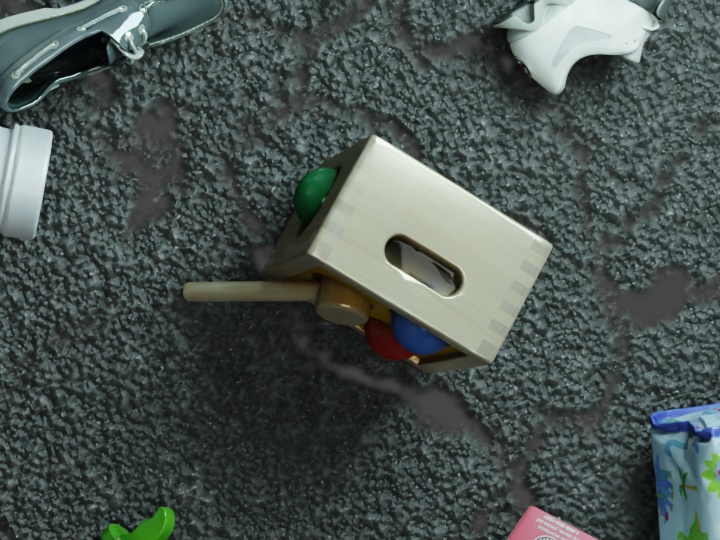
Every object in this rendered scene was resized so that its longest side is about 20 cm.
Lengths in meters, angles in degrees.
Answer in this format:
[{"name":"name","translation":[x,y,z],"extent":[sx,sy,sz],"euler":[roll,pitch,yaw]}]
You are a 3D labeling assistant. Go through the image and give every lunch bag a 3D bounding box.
[{"name":"lunch bag","translation":[0.334,0.184,1.734],"extent":[0.199,0.127,0.171],"euler":[-7,96,-20]}]

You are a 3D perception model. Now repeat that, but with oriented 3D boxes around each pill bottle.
[{"name":"pill bottle","translation":[-0.328,-0.079,1.616],"extent":[0.199,0.111,0.112],"euler":[10,93,-9]}]

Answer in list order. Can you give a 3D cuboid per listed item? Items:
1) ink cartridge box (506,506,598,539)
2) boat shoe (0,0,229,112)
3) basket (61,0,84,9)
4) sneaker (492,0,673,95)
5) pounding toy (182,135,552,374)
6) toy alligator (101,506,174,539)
[{"name":"ink cartridge box","translation":[0.138,0.301,1.664],"extent":[0.200,0.145,0.085],"euler":[-52,145,-19]},{"name":"boat shoe","translation":[-0.183,-0.166,1.637],"extent":[0.199,0.073,0.062],"euler":[-18,56,-13]},{"name":"basket","translation":[-0.238,-0.263,1.610],"extent":[0.176,0.139,0.201],"euler":[-23,132,-6]},{"name":"sneaker","translation":[0.206,-0.209,1.711],"extent":[0.199,0.074,0.089],"euler":[-33,99,5]},{"name":"pounding toy","translation":[0.000,0.000,1.652],"extent":[0.199,0.184,0.143],"euler":[31,78,-10]},{"name":"toy alligator","translation":[-0.203,0.263,1.698],"extent":[0.054,0.059,0.201],"euler":[27,92,32]}]
